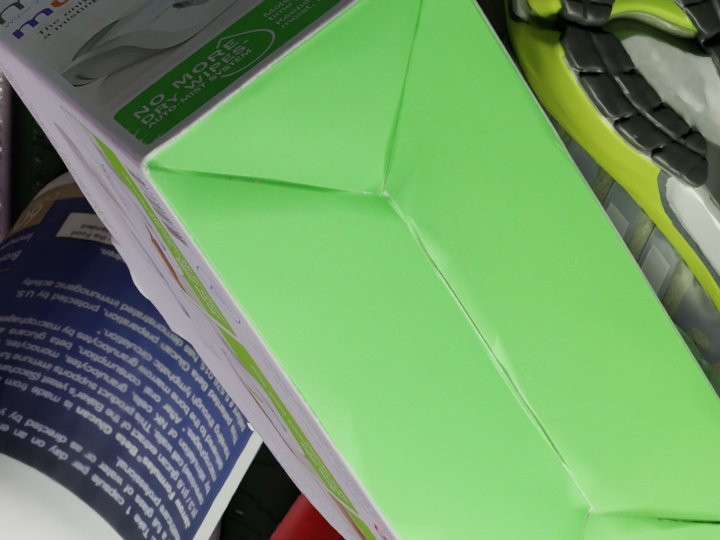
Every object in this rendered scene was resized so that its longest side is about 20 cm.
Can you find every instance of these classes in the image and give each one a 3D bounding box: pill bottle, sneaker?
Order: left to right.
[{"bbox_3d":[-0.102,0.068,0.871,0.111,0.200,0.111,16,139,15],"label":"pill bottle"},{"bbox_3d":[0.092,-0.020,0.777,0.081,0.074,0.200,-3,130,52],"label":"sneaker"}]

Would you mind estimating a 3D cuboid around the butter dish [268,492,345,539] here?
[{"bbox_3d":[0.051,0.155,0.916,0.200,0.148,0.200,30,142,-2],"label":"butter dish"}]

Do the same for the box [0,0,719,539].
[{"bbox_3d":[0.000,0.000,0.748,0.200,0.097,0.176,56,173,-25],"label":"box"}]

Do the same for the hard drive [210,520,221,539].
[{"bbox_3d":[-0.122,0.122,1.078,0.132,0.026,0.200,21,140,10],"label":"hard drive"}]
